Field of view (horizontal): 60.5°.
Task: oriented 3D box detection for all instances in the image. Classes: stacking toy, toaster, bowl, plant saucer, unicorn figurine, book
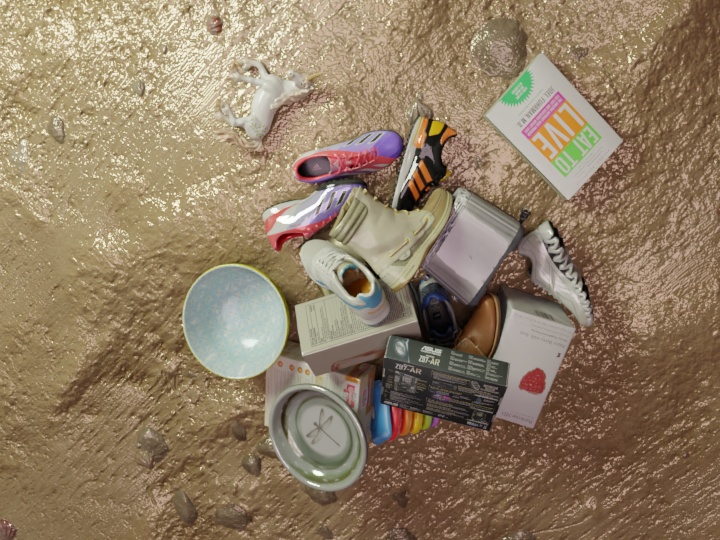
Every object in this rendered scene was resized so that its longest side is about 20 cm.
[{"bbox_3d":[0.116,0.264,1.176,0.195,0.116,0.112,0,68,-13],"label":"stacking toy"},{"bbox_3d":[0.188,-0.050,1.059,0.128,0.114,0.202,32,106,-4],"label":"toaster"},{"bbox_3d":[-0.212,0.083,1.124,0.195,0.108,0.206,1,98,8],"label":"bowl"},{"bbox_3d":[-0.069,0.288,1.093,0.196,0.050,0.205,8,108,25],"label":"plant saucer"},{"bbox_3d":[-0.163,-0.291,1.037,0.135,0.075,0.202,26,122,-14],"label":"unicorn figurine"},{"bbox_3d":[0.321,-0.238,1.031,0.199,0.048,0.134,42,101,-7],"label":"book"}]

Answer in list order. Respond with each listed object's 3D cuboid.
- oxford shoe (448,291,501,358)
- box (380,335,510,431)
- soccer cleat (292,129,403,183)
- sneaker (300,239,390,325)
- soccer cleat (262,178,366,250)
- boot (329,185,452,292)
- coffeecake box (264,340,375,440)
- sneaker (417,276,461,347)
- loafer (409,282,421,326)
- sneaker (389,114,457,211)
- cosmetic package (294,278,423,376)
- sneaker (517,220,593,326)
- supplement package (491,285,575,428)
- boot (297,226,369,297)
[{"bbox_3d":[0.187,0.131,1.070,0.070,0.071,0.204,10,106,-23],"label":"oxford shoe"},{"bbox_3d":[0.133,0.189,1.017,0.195,0.044,0.162,12,142,9],"label":"box"},{"bbox_3d":[-0.021,-0.188,1.050,0.195,0.073,0.070,-12,107,8],"label":"soccer cleat"},{"bbox_3d":[-0.030,0.001,1.002,0.076,0.199,0.081,-43,146,-14],"label":"sneaker"},{"bbox_3d":[-0.075,-0.097,1.067,0.196,0.068,0.075,-19,73,14],"label":"soccer cleat"},{"bbox_3d":[0.052,-0.089,0.986,0.154,0.072,0.202,37,65,-9],"label":"boot"},{"bbox_3d":[-0.078,0.235,1.153,0.196,0.073,0.157,12,109,23],"label":"coffeecake box"},{"bbox_3d":[0.149,0.116,1.127,0.076,0.085,0.204,-20,106,10],"label":"sneaker"},{"bbox_3d":[0.072,0.099,1.122,0.071,0.062,0.205,-2,105,43],"label":"loafer"},{"bbox_3d":[0.106,-0.155,1.054,0.088,0.070,0.205,15,106,2],"label":"sneaker"},{"bbox_3d":[-0.002,0.092,1.038,0.195,0.105,0.088,-16,144,4],"label":"cosmetic package"},{"bbox_3d":[0.349,0.014,1.096,0.080,0.075,0.203,-28,98,22],"label":"sneaker"},{"bbox_3d":[0.282,0.154,1.111,0.118,0.120,0.204,16,108,-2],"label":"supplement package"},{"bbox_3d":[0.000,0.000,1.107,0.154,0.073,0.202,-33,96,17],"label":"boot"}]
